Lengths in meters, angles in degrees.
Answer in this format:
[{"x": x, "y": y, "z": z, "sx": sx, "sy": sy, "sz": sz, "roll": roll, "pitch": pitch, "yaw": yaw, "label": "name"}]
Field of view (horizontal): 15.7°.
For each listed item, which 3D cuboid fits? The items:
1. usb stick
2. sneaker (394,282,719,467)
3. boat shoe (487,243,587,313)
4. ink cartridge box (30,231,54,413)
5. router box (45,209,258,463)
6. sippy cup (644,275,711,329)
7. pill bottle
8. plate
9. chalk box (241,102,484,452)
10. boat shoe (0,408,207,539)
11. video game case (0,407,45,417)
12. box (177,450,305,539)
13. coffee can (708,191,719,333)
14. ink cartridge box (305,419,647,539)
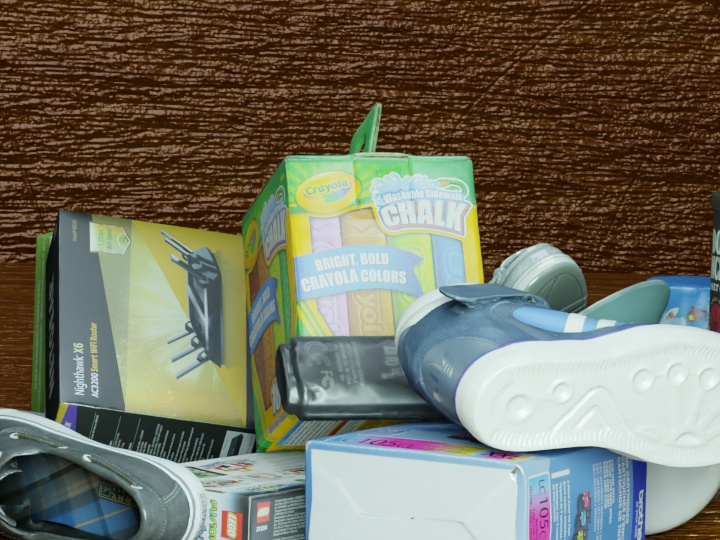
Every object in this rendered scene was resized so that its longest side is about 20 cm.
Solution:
[{"x": 0.051, "y": 0.062, "z": 1.503, "sx": 0.199, "sy": 0.056, "sz": 0.033, "roll": 0, "pitch": -36, "yaw": -16, "label": "usb stick"}, {"x": 0.117, "y": 0.046, "z": 1.439, "sx": 0.199, "sy": 0.081, "sz": 0.146, "roll": 1, "pitch": 20, "yaw": -23, "label": "sneaker"}, {"x": 0.096, "y": 0.034, "z": 1.699, "sx": 0.074, "sy": 0.065, "sz": 0.202, "roll": -33, "pitch": -18, "yaw": -16, "label": "boat shoe"}, {"x": -0.133, "y": 0.050, "z": 1.883, "sx": 0.199, "sy": 0.149, "sz": 0.076, "roll": 5, "pitch": 6, "yaw": 28, "label": "ink cartridge box"}, {"x": -0.129, "y": 0.049, "z": 1.737, "sx": 0.157, "sy": 0.052, "sz": 0.200, "roll": 8, "pitch": 38, "yaw": -14, "label": "router box"}, {"x": 0.252, "y": 0.072, "z": 1.934, "sx": 0.177, "sy": 0.131, "sz": 0.140, "roll": 2, "pitch": 4, "yaw": -3, "label": "sippy cup"}, {"x": 0.189, "y": 0.097, "z": 1.645, "sx": 0.114, "sy": 0.115, "sz": 0.200, "roll": 3, "pitch": 4, "yaw": 16, "label": "pill bottle"}, {"x": 0.134, "y": 0.080, "z": 1.737, "sx": 0.026, "sy": 0.200, "sz": 0.200, "roll": 51, "pitch": 24, "yaw": 18, "label": "plate"}, {"x": 0.000, "y": 0.000, "z": 1.598, "sx": 0.123, "sy": 0.201, "sz": 0.124, "roll": -1, "pitch": -19, "yaw": -15, "label": "chalk box"}, {"x": -0.183, "y": 0.123, "z": 1.460, "sx": 0.199, "sy": 0.070, "sz": 0.066, "roll": 13, "pitch": 7, "yaw": 28, "label": "boat shoe"}, {"x": -0.340, "y": 0.110, "z": 1.826, "sx": 0.199, "sy": 0.023, "sz": 0.182, "roll": 5, "pitch": 5, "yaw": 28, "label": "video game case"}, {"x": -0.045, "y": 0.134, "z": 1.551, "sx": 0.110, "sy": 0.035, "sz": 0.200, "roll": 6, "pitch": 5, "yaw": 37, "label": "box"}, {"x": 0.310, "y": 0.049, "z": 1.791, "sx": 0.146, "sy": 0.201, "sz": 0.146, "roll": 2, "pitch": 4, "yaw": 0, "label": "coffee can"}, {"x": 0.074, "y": 0.127, "z": 1.462, "sx": 0.136, "sy": 0.077, "sz": 0.200, "roll": 5, "pitch": 3, "yaw": 29, "label": "ink cartridge box"}]
